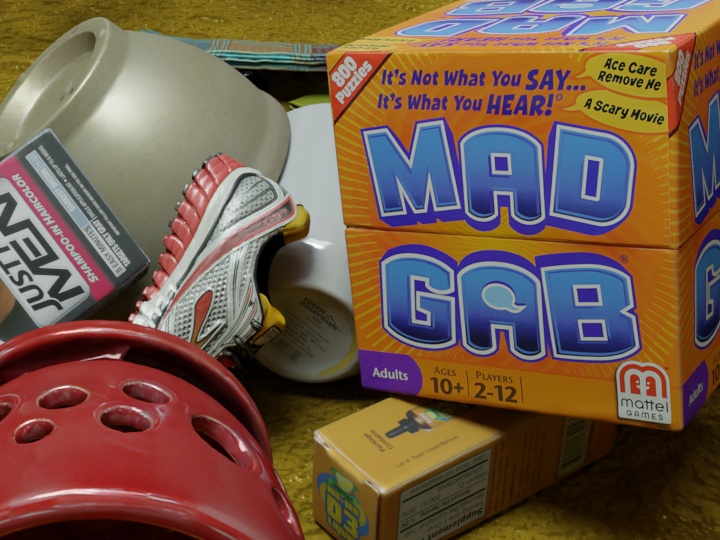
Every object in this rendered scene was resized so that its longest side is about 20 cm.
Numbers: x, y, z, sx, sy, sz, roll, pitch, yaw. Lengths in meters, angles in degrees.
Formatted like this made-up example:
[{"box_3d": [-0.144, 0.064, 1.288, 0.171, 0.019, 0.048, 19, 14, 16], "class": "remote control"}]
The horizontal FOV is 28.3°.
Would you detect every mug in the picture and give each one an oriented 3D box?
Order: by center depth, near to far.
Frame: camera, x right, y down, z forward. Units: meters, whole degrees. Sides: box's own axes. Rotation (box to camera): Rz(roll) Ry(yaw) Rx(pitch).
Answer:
[{"box_3d": [-0.006, -0.007, 0.949, 0.184, 0.151, 0.154, 3, 39, 10], "class": "mug"}]

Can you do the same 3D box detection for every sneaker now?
[{"box_3d": [-0.091, 0.036, 0.838, 0.081, 0.202, 0.078, 22, -4, 5], "class": "sneaker"}]

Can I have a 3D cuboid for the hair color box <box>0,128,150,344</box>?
[{"box_3d": [-0.229, 0.020, 0.825, 0.199, 0.099, 0.061, -39, 2, -12], "class": "hair color box"}]

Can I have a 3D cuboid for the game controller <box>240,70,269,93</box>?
[{"box_3d": [-0.160, -0.131, 1.214, 0.103, 0.043, 0.200, 17, 32, 19], "class": "game controller"}]

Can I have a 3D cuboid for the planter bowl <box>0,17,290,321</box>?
[{"box_3d": [-0.164, -0.080, 0.951, 0.199, 0.135, 0.201, -33, 33, 24], "class": "planter bowl"}]

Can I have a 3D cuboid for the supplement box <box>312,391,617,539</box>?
[{"box_3d": [0.066, 0.103, 0.849, 0.198, 0.070, 0.066, -18, 37, -34], "class": "supplement box"}]

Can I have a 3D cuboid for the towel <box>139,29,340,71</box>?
[{"box_3d": [-0.115, -0.203, 1.323, 0.197, 0.022, 0.147, 2, 14, -4], "class": "towel"}]

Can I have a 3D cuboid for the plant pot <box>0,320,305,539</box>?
[{"box_3d": [-0.121, 0.131, 0.652, 0.197, 0.203, 0.183, -1, 29, -9], "class": "plant pot"}]

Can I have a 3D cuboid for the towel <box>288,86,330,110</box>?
[{"box_3d": [0.031, -0.170, 1.332, 0.085, 0.018, 0.199, 23, 37, 36], "class": "towel"}]

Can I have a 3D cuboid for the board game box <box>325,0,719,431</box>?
[{"box_3d": [0.123, -0.049, 0.835, 0.198, 0.203, 0.200, 5, 21, 31], "class": "board game box"}]
